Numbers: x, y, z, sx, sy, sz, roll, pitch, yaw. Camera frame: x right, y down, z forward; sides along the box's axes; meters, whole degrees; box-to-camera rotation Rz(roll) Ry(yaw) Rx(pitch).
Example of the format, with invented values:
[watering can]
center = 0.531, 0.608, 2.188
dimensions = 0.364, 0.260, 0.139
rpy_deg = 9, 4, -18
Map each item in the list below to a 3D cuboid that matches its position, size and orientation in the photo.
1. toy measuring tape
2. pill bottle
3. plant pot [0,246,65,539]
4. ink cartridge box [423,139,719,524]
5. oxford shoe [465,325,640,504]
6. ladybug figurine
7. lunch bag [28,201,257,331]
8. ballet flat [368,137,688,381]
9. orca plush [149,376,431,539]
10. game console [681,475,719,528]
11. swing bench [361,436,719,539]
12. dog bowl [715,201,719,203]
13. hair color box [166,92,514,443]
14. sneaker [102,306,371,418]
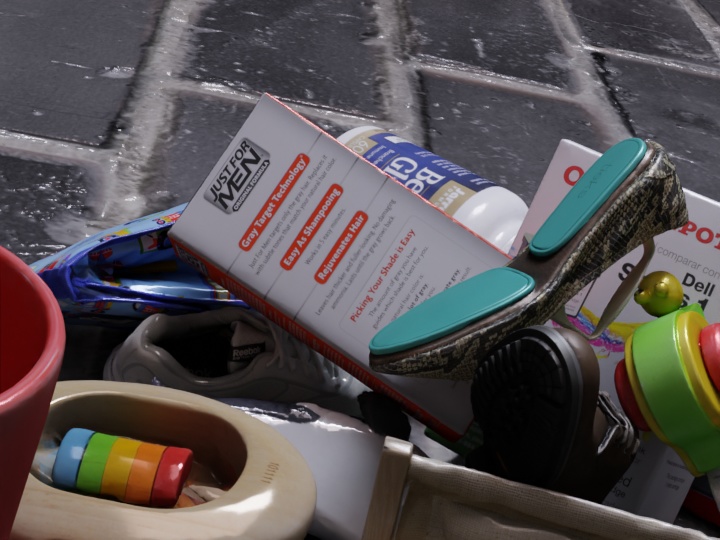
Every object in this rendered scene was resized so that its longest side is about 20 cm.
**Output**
[toy measuring tape]
center = 0.180, 0.093, 0.835
dimensions = 0.073, 0.074, 0.202
rpy_deg = -2, 68, -31
[pill bottle]
center = 0.059, -0.023, 1.182
dimensions = 0.199, 0.112, 0.110
rpy_deg = 28, 27, 33
[plant pot]
center = -0.231, 0.090, 0.675
dimensions = 0.198, 0.179, 0.201
rpy_deg = 9, 26, -5
[ink cartridge box]
center = 0.150, 0.042, 0.950
dimensions = 0.144, 0.202, 0.084
rpy_deg = 26, 1, 29
[oxford shoe]
center = 0.104, 0.079, 0.817
dimensions = 0.084, 0.201, 0.073
rpy_deg = -22, 63, -12
[ladybug figurine]
center = -0.120, 0.117, 0.801
dimensions = 0.197, 0.073, 0.136
rpy_deg = 12, 32, 10
[lunch bag]
center = -0.131, -0.002, 1.003
dimensions = 0.198, 0.095, 0.150
rpy_deg = -7, -1, -28
[ballet flat]
center = 0.099, 0.013, 0.845
dimensions = 0.199, 0.076, 0.068
rpy_deg = -38, 19, -10
[orca plush]
center = -0.034, 0.124, 0.891
dimensions = 0.197, 0.071, 0.107
rpy_deg = 5, 68, -7
[game console]
center = 0.280, 0.129, 1.057
dimensions = 0.176, 0.031, 0.199
rpy_deg = 29, 27, 33
[swing bench]
center = 0.079, 0.188, 0.694
dimensions = 0.196, 0.131, 0.200
rpy_deg = 15, 17, 6
[dog bowl]
center = 0.245, 0.027, 1.057
dimensions = 0.110, 0.200, 0.050
rpy_deg = 8, 64, 21
[hair color box]
center = 0.000, 0.000, 0.901
dimensions = 0.199, 0.102, 0.061
rpy_deg = 35, -9, 4
[sneaker]
center = -0.052, 0.059, 0.953
dimensions = 0.197, 0.081, 0.076
rpy_deg = 1, 60, -20
